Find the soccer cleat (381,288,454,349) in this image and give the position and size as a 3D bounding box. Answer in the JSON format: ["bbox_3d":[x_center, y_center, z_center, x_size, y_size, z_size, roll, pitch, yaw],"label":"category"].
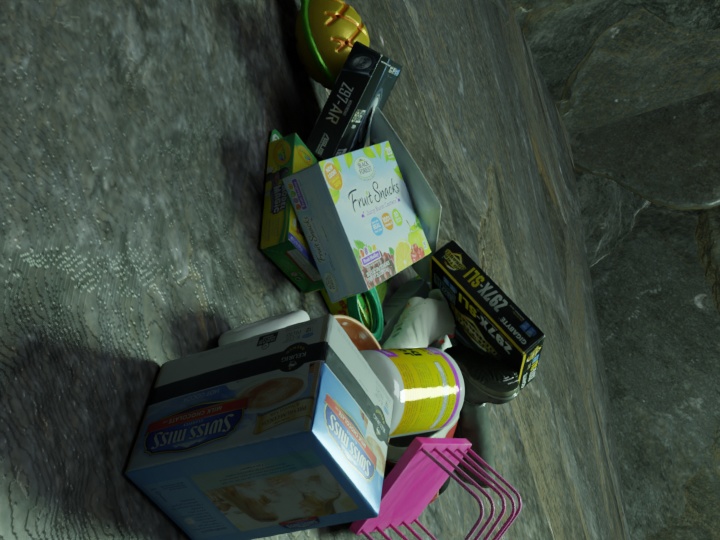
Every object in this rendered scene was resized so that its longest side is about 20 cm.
[{"bbox_3d":[0.074,0.081,1.322,0.199,0.068,0.079,-23,96,-60],"label":"soccer cleat"}]

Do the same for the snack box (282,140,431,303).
[{"bbox_3d":[0.000,-0.069,1.230,0.199,0.067,0.171,-27,96,-60],"label":"snack box"}]

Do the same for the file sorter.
[{"bbox_3d":[0.107,0.306,1.180,0.125,0.140,0.199,39,7,25],"label":"file sorter"}]

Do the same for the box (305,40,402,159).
[{"bbox_3d":[-0.006,-0.237,1.343,0.162,0.043,0.200,-63,174,11],"label":"box"}]

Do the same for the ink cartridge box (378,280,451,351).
[{"bbox_3d":[0.066,0.131,1.388,0.200,0.056,0.165,-40,115,-44],"label":"ink cartridge box"}]

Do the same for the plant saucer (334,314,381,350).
[{"bbox_3d":[-0.028,0.158,1.169,0.199,0.032,0.204,17,68,-48],"label":"plant saucer"}]

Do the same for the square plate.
[{"bbox_3d":[0.056,-0.107,1.392,0.202,0.028,0.199,60,-16,28],"label":"square plate"}]

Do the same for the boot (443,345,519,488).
[{"bbox_3d":[0.176,0.228,1.375,0.182,0.071,0.204,-144,-130,-66],"label":"boot"}]

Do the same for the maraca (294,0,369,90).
[{"bbox_3d":[-0.049,-0.362,1.406,0.137,0.106,0.203,-13,84,-62],"label":"maraca"}]

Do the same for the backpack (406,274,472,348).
[{"bbox_3d":[0.152,0.074,1.573,0.199,0.162,0.156,-4,71,-61],"label":"backpack"}]

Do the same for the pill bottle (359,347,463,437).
[{"bbox_3d":[0.033,0.148,1.127,0.198,0.103,0.106,4,72,-52],"label":"pill bottle"}]

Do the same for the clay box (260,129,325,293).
[{"bbox_3d":[-0.079,-0.086,1.235,0.115,0.047,0.203,48,35,-48],"label":"clay box"}]

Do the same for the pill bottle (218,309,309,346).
[{"bbox_3d":[-0.079,0.152,1.007,0.104,0.103,0.203,-20,94,-68],"label":"pill bottle"}]

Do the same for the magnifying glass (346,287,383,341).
[{"bbox_3d":[0.000,0.000,1.278,0.079,0.022,0.203,25,52,-60],"label":"magnifying glass"}]

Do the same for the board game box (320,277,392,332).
[{"bbox_3d":[-0.002,-0.001,1.365,0.103,0.047,0.201,65,24,-22],"label":"board game box"}]

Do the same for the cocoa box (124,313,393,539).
[{"bbox_3d":[-0.088,0.152,0.858,0.134,0.197,0.132,57,29,-35],"label":"cocoa box"}]

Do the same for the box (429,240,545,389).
[{"bbox_3d":[0.181,0.070,1.375,0.200,0.049,0.160,48,-16,23],"label":"box"}]

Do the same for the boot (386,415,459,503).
[{"bbox_3d":[0.083,0.273,1.304,0.199,0.071,0.147,-17,115,-62],"label":"boot"}]
